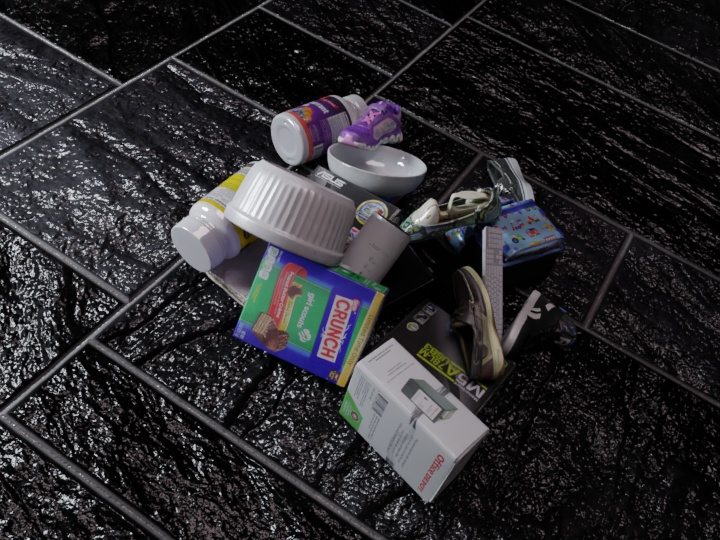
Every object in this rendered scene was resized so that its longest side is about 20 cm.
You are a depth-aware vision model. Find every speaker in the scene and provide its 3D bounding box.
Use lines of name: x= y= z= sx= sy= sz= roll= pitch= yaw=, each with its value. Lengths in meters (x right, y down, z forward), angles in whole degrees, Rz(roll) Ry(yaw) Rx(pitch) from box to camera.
speaker: x=0.000 y=0.000 z=1.228 sx=0.081 sy=0.200 sz=0.081 roll=34 pitch=7 yaw=-5

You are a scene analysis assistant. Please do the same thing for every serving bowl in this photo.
serving bowl: x=0.028 y=-0.194 z=1.450 sx=0.200 sy=0.066 sz=0.200 roll=10 pitch=26 yaw=-5

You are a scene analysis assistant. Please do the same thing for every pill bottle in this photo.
pill bottle: x=-0.078 y=-0.302 z=1.529 sx=0.200 sy=0.111 sz=0.111 roll=-29 pitch=62 yaw=-33
pill bottle: x=-0.222 y=-0.092 z=1.261 sx=0.114 sy=0.114 sz=0.200 roll=35 pitch=56 yaw=16

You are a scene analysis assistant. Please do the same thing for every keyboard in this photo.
keyboard: x=0.232 y=0.025 z=1.269 sx=0.056 sy=0.011 sz=0.200 roll=3 pitch=87 yaw=-43

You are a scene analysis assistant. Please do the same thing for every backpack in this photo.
backpack: x=0.268 y=-0.072 z=1.406 sx=0.182 sy=0.135 sz=0.200 roll=-13 pitch=53 yaw=-24

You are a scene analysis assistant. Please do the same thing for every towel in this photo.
towel: x=-0.175 y=0.008 z=1.286 sx=0.200 sy=0.034 sz=0.133 roll=37 pitch=52 yaw=18

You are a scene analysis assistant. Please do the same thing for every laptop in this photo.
laptop: x=0.085 y=0.009 z=1.340 sx=0.200 sy=0.116 sz=0.187 roll=20 pitch=25 yaw=-36

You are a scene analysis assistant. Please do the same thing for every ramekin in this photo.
ramekin: x=-0.103 y=-0.095 z=1.144 sx=0.200 sy=0.105 sz=0.200 roll=24 pitch=6 yaw=-3

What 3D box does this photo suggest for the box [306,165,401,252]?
box: x=-0.049 y=-0.091 z=1.351 sx=0.200 sy=0.044 sz=0.160 roll=32 pitch=67 yaw=24

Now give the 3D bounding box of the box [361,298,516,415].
box: x=0.130 y=0.163 z=1.222 sx=0.200 sy=0.048 sz=0.193 roll=37 pitch=47 yaw=18

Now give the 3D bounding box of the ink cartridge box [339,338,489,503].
ink cartridge box: x=0.075 y=0.225 z=1.088 sx=0.084 sy=0.146 sz=0.200 roll=-31 pitch=64 yaw=-35

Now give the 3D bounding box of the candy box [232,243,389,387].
candy box: x=-0.078 y=0.067 z=1.161 sx=0.200 sy=0.169 sz=0.077 roll=24 pitch=12 yaw=4

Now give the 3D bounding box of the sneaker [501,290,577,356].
sneaker: x=0.323 y=0.110 z=1.281 sx=0.112 sy=0.073 sz=0.200 roll=33 pitch=36 yaw=11

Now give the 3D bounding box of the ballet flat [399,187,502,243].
ballet flat: x=0.154 y=-0.106 z=1.309 sx=0.200 sy=0.074 sz=0.074 roll=-16 pitch=53 yaw=-2

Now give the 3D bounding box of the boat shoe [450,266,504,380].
boat shoe: x=0.183 y=0.086 z=1.210 sx=0.065 sy=0.073 sz=0.200 roll=-7 pitch=64 yaw=-19

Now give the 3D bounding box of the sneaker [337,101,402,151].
sneaker: x=0.025 y=-0.301 z=1.494 sx=0.080 sy=0.089 sz=0.200 roll=25 pitch=30 yaw=24

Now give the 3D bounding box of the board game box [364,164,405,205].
board game box: x=0.014 y=-0.151 z=1.484 sx=0.103 sy=0.019 sz=0.200 roll=34 pitch=50 yaw=18

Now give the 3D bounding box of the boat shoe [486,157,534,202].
boat shoe: x=0.317 y=-0.169 z=1.555 sx=0.071 sy=0.072 sz=0.200 roll=-4 pitch=40 yaw=-6
